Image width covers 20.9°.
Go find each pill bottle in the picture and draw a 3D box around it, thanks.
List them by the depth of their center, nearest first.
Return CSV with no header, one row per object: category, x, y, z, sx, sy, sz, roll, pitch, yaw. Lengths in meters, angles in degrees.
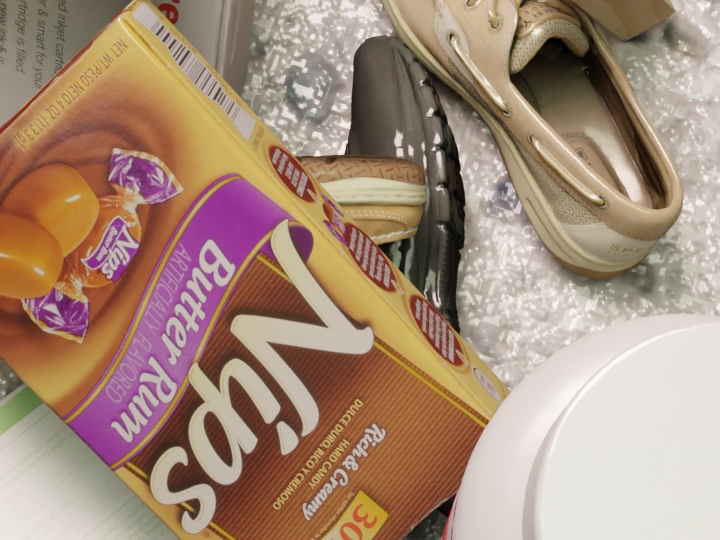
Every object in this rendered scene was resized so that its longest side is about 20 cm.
pill bottle,0.077,0.075,0.494,0.111,0.200,0.113,0,76,0

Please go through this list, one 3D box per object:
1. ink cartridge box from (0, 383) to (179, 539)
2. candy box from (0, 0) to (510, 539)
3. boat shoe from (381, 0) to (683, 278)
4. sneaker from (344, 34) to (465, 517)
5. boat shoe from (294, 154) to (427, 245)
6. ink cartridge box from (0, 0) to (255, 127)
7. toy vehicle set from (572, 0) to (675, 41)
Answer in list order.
ink cartridge box,-0.106,0.108,0.758,0.145,0.048,0.200,-38,77,-21
candy box,-0.052,0.018,0.690,0.117,0.057,0.200,-41,101,13
boat shoe,0.069,-0.094,0.808,0.072,0.065,0.201,-24,78,-23
sneaker,0.000,0.000,0.790,0.090,0.076,0.202,-5,71,9
boat shoe,-0.071,-0.002,0.745,0.198,0.072,0.077,-5,91,7
ink cartridge box,-0.141,-0.132,0.776,0.198,0.147,0.086,12,37,2
toy vehicle set,0.062,-0.197,0.812,0.026,0.124,0.201,-29,77,16
